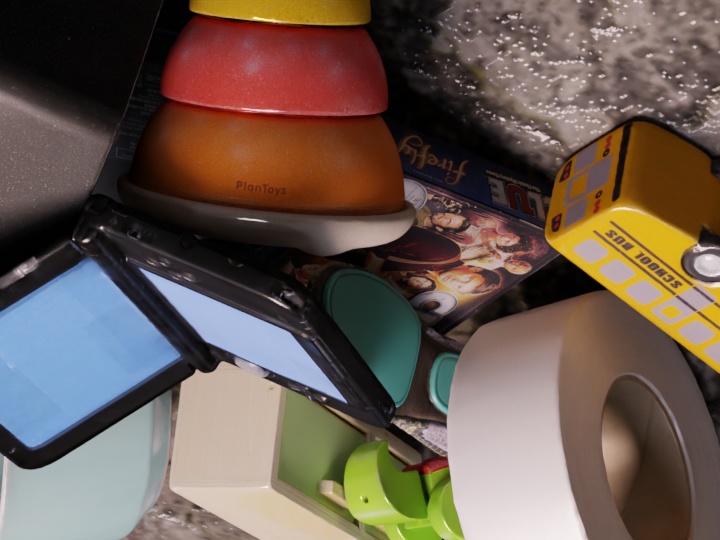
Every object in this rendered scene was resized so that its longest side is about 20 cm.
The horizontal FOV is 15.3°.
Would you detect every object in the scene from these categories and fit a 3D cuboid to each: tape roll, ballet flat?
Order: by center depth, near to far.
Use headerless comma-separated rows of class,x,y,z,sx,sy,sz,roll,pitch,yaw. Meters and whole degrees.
ballet flat,0.015,0.055,1.455,0.072,0.072,0.200,-19,145,32
tape roll,0.128,0.115,1.462,0.071,0.203,0.202,-16,132,29

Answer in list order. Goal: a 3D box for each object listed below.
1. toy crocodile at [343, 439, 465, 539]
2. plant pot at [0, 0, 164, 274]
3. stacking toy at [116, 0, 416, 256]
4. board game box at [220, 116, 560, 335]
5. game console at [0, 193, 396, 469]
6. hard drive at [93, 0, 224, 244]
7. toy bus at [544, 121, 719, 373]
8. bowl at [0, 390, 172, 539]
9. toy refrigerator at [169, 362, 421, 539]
toy crocodile,0.079,0.126,1.555,0.200,0.062,0.068,-2,171,-30
plant pot,-0.201,-0.097,1.295,0.177,0.200,0.200,21,133,-9
stacking toy,-0.036,-0.114,1.290,0.146,0.146,0.200,8,100,6
board game box,0.000,0.000,1.456,0.135,0.035,0.200,19,139,-35
game console,-0.099,0.055,1.305,0.176,0.116,0.200,23,168,21
hard drive,-0.105,-0.068,1.444,0.139,0.033,0.200,12,139,1
toy bus,0.197,0.005,1.422,0.200,0.065,0.078,36,135,-24
bowl,-0.171,0.082,1.532,0.105,0.201,0.201,2,142,-18
toy refrigerator,-0.031,0.115,1.543,0.070,0.076,0.200,-2,160,24
